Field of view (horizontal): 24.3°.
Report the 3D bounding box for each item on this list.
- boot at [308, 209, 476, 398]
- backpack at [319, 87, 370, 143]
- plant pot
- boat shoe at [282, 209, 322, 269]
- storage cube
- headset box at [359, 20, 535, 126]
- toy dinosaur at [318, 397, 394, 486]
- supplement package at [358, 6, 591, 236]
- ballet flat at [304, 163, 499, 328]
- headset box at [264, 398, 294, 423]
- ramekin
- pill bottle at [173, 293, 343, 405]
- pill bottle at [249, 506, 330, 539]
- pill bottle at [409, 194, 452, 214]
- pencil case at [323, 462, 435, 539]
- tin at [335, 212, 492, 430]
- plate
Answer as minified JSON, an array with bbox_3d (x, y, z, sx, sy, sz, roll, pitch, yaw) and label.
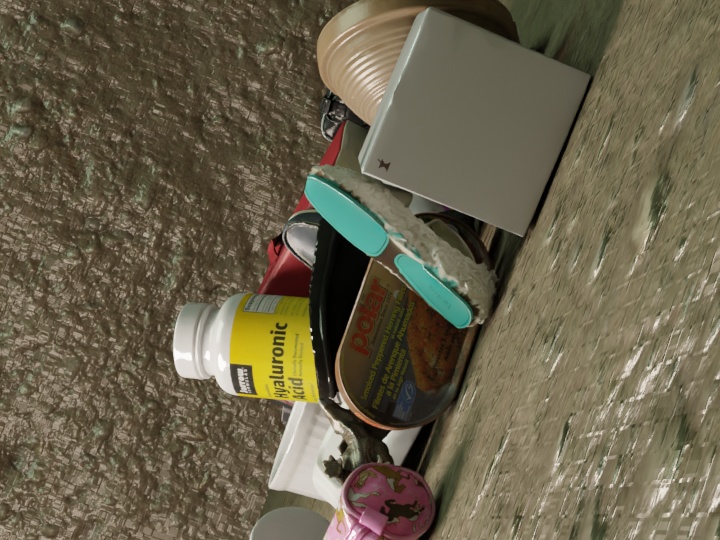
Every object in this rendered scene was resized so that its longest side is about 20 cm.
[{"bbox_3d":[0.034,0.025,1.555,0.080,0.157,0.211,81,-169,-52],"label":"boot"},{"bbox_3d":[0.062,-0.218,2.098,0.151,0.200,0.178,-66,-6,-77],"label":"backpack"},{"bbox_3d":[0.060,-0.190,1.649,0.201,0.200,0.093,118,148,-63],"label":"plant pot"},{"bbox_3d":[0.000,0.000,1.730,0.062,0.200,0.075,-38,-25,-56],"label":"boat shoe"},{"bbox_3d":[0.011,-0.028,1.867,0.180,0.200,0.171,-60,7,26],"label":"storage cube"},{"bbox_3d":[0.092,-0.216,1.833,0.149,0.200,0.075,-120,17,-87],"label":"headset box"},{"bbox_3d":[0.012,0.204,1.504,0.102,0.077,0.200,-7,-97,-73],"label":"toy dinosaur"},{"bbox_3d":[0.095,-0.134,1.481,0.200,0.150,0.152,-96,28,-83],"label":"supplement package"},{"bbox_3d":[0.039,-0.030,1.456,0.072,0.200,0.072,-48,3,4],"label":"ballet flat"},{"bbox_3d":[-0.048,0.117,2.246,0.077,0.149,0.200,133,157,-82],"label":"headset box"},{"bbox_3d":[-0.033,0.186,2.029,0.200,0.098,0.201,-159,90,-86],"label":"ramekin"},{"bbox_3d":[-0.092,0.081,1.777,0.111,0.200,0.112,4,-90,-76],"label":"pill bottle"},{"bbox_3d":[-0.072,0.314,1.567,0.112,0.112,0.200,-73,-4,-47],"label":"pill bottle"},{"bbox_3d":[0.079,-0.095,1.723,0.200,0.104,0.104,-50,-12,-45],"label":"pill bottle"},{"bbox_3d":[-0.004,0.245,1.392,0.087,0.083,0.200,-99,25,-45],"label":"pencil case"},{"bbox_3d":[0.046,0.046,1.488,0.042,0.112,0.200,144,148,-72],"label":"tin"},{"bbox_3d":[0.013,0.145,1.639,0.200,0.032,0.200,-61,14,0],"label":"plate"}]
